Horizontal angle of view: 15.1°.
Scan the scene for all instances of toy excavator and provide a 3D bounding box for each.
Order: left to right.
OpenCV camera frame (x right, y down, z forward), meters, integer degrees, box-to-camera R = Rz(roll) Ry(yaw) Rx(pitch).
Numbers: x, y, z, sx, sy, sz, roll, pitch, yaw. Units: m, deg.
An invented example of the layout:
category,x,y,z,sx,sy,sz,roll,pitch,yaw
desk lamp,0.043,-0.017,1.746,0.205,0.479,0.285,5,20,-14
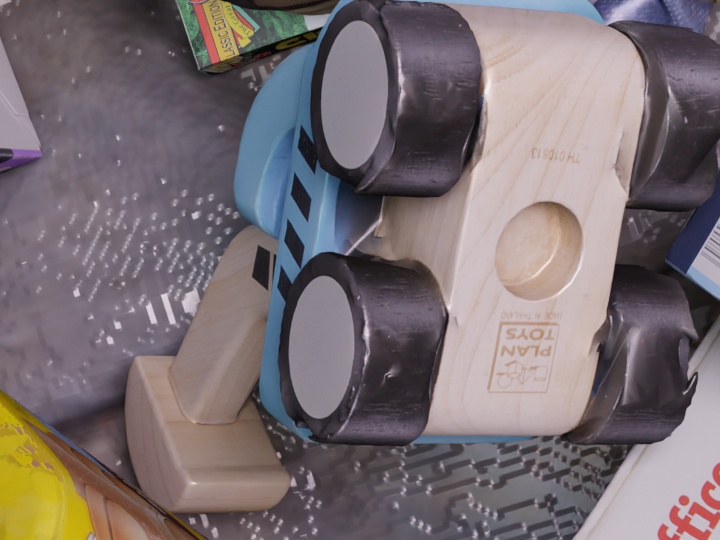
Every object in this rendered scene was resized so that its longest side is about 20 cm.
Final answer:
category,x,y,z,sx,sy,sz,roll,pitch,yaw
toy excavator,0.000,0.000,0.749,0.100,0.200,0.195,1,107,-26

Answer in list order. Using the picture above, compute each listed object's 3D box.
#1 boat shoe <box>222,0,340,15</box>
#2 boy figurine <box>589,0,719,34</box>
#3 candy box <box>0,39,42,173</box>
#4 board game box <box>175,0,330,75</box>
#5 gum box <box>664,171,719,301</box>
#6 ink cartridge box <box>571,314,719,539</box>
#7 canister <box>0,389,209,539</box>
category,x,y,z,sx,sy,sz,roll,pitch,yaw
boat shoe,-0.004,-0.105,0.727,0.073,0.200,0.075,-13,86,-30
boy figurine,0.101,-0.113,0.784,0.124,0.064,0.200,41,101,-18
candy box,-0.218,-0.031,0.802,0.200,0.168,0.072,-21,87,12
board game box,-0.032,-0.171,0.834,0.105,0.023,0.200,-19,90,13
gum box,0.205,-0.031,0.728,0.200,0.045,0.170,26,99,-32
ink cartridge box,0.149,0.118,0.746,0.200,0.147,0.083,34,135,8
canister,-0.063,0.109,0.741,0.087,0.200,0.148,-51,40,-3
